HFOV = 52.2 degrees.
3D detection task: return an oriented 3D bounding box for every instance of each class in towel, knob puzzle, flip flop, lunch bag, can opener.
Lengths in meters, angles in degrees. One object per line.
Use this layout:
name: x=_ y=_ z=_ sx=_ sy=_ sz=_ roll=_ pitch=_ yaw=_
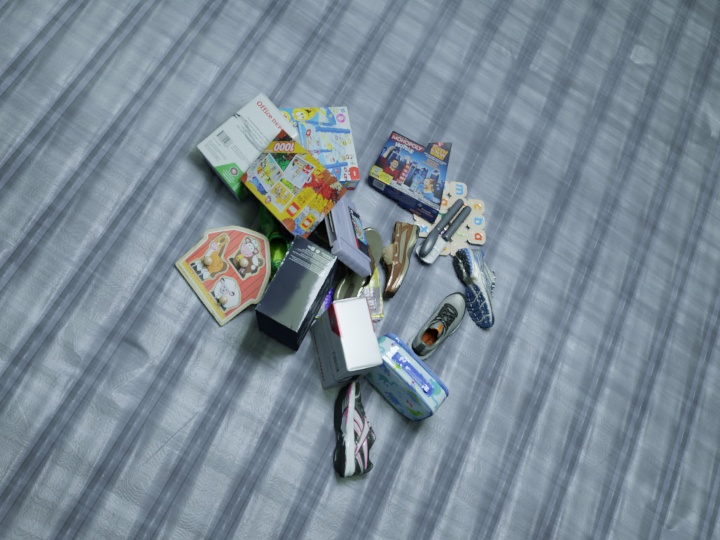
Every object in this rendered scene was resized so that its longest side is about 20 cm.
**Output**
towel: x=-0.041 y=0.045 z=1.721 sx=0.195 sy=0.023 sz=0.147 roll=3 pitch=72 yaw=-15
knob puzzle: x=-0.284 y=-0.010 z=1.625 sx=0.214 sy=0.030 sz=0.226 roll=0 pitch=85 yaw=2
flip flop: x=0.000 y=0.000 z=1.675 sx=0.080 sy=0.057 sz=0.203 roll=31 pitch=78 yaw=-24
lunch bag: x=0.095 y=0.236 z=1.621 sx=0.200 sy=0.161 sz=0.083 roll=44 pitch=66 yaw=3
can opener: x=0.209 y=-0.101 z=1.804 sx=0.053 sy=0.067 sz=0.201 roll=39 pitch=68 yaw=1

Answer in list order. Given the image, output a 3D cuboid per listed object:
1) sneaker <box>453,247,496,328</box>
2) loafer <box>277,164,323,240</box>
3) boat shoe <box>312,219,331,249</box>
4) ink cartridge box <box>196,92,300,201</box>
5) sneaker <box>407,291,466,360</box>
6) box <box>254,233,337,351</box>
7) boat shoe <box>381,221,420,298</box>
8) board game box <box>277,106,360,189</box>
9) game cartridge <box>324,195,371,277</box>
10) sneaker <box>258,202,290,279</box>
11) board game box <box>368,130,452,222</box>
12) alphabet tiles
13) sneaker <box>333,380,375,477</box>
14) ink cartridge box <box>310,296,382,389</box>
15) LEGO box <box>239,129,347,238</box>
sneaker: x=0.300 y=0.037 z=1.796 sx=0.084 sy=0.077 sz=0.205 roll=-10 pitch=81 yaw=-30
loafer: x=-0.131 y=-0.163 z=1.658 sx=0.072 sy=0.072 sz=0.203 roll=21 pitch=66 yaw=1
boat shoe: x=-0.077 y=-0.090 z=1.730 sx=0.200 sy=0.073 sz=0.075 roll=45 pitch=69 yaw=-4
ink cartridge box: x=-0.253 y=-0.285 z=1.700 sx=0.199 sy=0.083 sz=0.147 roll=-40 pitch=76 yaw=-7
sneaker: x=0.192 y=0.127 z=1.731 sx=0.074 sy=0.079 sz=0.200 roll=41 pitch=65 yaw=3
box: x=-0.136 y=0.054 z=1.580 sx=0.103 sy=0.200 sz=0.185 roll=28 pitch=73 yaw=4
boat shoe: x=0.083 y=-0.030 z=1.761 sx=0.072 sy=0.076 sz=0.203 roll=21 pitch=60 yaw=-2
board game box: x=-0.113 y=-0.296 z=1.796 sx=0.191 sy=0.056 sz=0.205 roll=-6 pitch=74 yaw=-18
game cartridge: x=-0.033 y=-0.094 z=1.620 sx=0.129 sy=0.038 sz=0.203 roll=32 pitch=35 yaw=-46
sneaker: x=-0.188 y=-0.081 z=1.687 sx=0.072 sy=0.084 sz=0.205 roll=-5 pitch=73 yaw=-17
board game box: x=0.143 y=-0.255 z=1.848 sx=0.197 sy=0.062 sz=0.202 roll=28 pitch=64 yaw=4
alphabet tiles: x=0.224 y=-0.132 z=1.862 sx=0.191 sy=0.015 sz=0.205 roll=6 pitch=70 yaw=-12
sneaker: x=-0.008 y=0.348 z=1.611 sx=0.085 sy=0.080 sz=0.205 roll=9 pitch=77 yaw=-25
ink cartridge box: x=-0.035 y=0.159 z=1.588 sx=0.081 sy=0.200 sz=0.149 roll=-9 pitch=74 yaw=-21
LEGO box: x=-0.147 y=-0.185 z=1.596 sx=0.149 sy=0.077 sz=0.200 roll=-48 pitch=56 yaw=2
